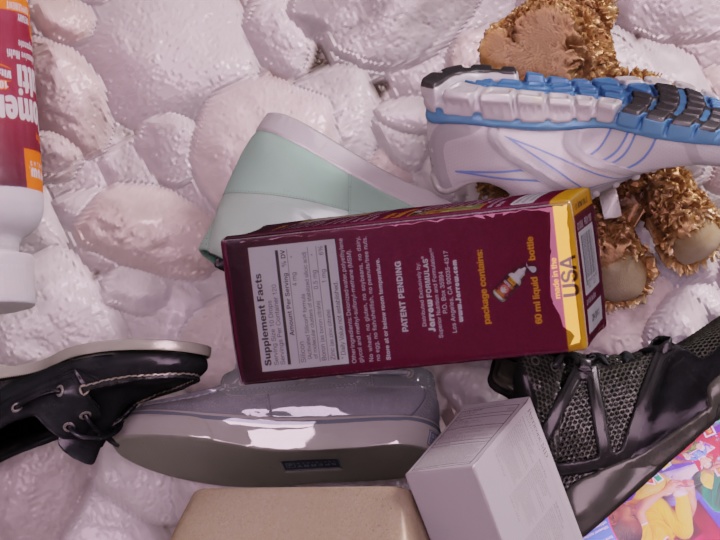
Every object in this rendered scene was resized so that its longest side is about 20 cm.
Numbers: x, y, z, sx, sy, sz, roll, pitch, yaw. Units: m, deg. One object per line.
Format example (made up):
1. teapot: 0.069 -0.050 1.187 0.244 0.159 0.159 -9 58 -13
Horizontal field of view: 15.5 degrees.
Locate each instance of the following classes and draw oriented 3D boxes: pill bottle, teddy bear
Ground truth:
1. pill bottle: -0.249 -0.074 1.605 0.109 0.110 0.201 -6 84 2
2. teddy bear: 0.145 -0.074 1.616 0.145 0.067 0.200 -45 90 7

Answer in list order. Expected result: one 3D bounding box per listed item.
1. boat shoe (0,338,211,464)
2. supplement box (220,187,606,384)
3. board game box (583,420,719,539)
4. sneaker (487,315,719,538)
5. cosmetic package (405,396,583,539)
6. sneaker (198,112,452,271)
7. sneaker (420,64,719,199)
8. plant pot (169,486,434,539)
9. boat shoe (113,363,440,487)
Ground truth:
1. boat shoe: -0.173 0.084 1.573 0.199 0.074 0.066 -10 73 25
2. supplement box: 0.033 0.008 1.501 0.199 0.110 0.086 -6 94 12
3. board game box: 0.162 0.156 1.593 0.199 0.045 0.135 -26 83 0
4. sneaker: 0.151 0.062 1.543 0.199 0.076 0.114 -40 89 3
5. cosmetic package: 0.093 0.180 1.494 0.050 0.083 0.201 -9 110 34
6. sneaker: 0.000 0.000 1.601 0.200 0.074 0.118 28 79 15
7. sneaker: 0.133 -0.069 1.558 0.199 0.075 0.087 6 111 8
8. plant pot: -0.018 0.223 1.508 0.199 0.200 0.178 -2 71 23
9. boat shoe: -0.049 0.087 1.607 0.200 0.070 0.072 0 60 7
